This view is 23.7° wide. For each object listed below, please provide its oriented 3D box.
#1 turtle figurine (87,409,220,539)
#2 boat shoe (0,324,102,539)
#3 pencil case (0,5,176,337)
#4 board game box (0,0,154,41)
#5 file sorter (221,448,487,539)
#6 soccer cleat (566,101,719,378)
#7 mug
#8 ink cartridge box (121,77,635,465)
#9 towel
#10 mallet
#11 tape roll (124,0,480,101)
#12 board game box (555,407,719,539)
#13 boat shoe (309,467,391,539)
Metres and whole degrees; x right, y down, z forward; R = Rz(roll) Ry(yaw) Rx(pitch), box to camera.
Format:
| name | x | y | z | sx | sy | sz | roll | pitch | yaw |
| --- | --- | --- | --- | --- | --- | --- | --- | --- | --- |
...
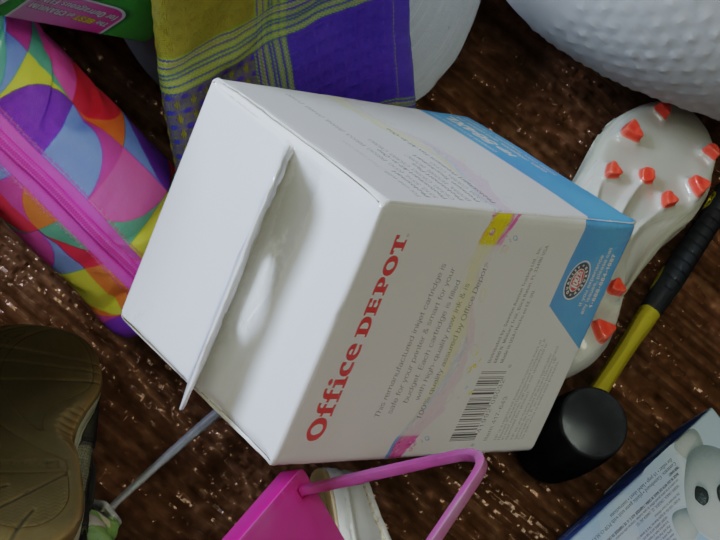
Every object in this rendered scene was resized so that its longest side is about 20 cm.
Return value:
| name | x | y | z | sx | sy | sz | roll | pitch | yaw |
| --- | --- | --- | --- | --- | --- | --- | --- | --- | --- |
| turtle figurine | -0.121 | 0.191 | 0.809 | 0.193 | 0.200 | 0.144 | -21 | 110 | 8 |
| boat shoe | -0.157 | 0.090 | 0.787 | 0.073 | 0.200 | 0.065 | 7 | 115 | -8 |
| pencil case | -0.142 | -0.051 | 0.807 | 0.088 | 0.088 | 0.200 | -55 | 128 | -17 |
| board game box | -0.170 | -0.186 | 0.721 | 0.200 | 0.040 | 0.153 | 5 | 68 | -43 |
| file sorter | 0.025 | 0.193 | 0.696 | 0.200 | 0.125 | 0.139 | 61 | 40 | -15 |
| soccer cleat | 0.126 | -0.017 | 0.910 | 0.069 | 0.078 | 0.200 | 39 | 53 | -5 |
| mug | 0.161 | -0.178 | 0.910 | 0.175 | 0.148 | 0.200 | 14 | 33 | -19 |
| ink cartridge box | 0.000 | 0.000 | 0.780 | 0.200 | 0.125 | 0.129 | 4 | 116 | -46 |
| towel | -0.030 | -0.099 | 0.793 | 0.143 | 0.200 | 0.023 | -28 | 45 | -30 |
| mallet | 0.152 | 0.026 | 0.901 | 0.041 | 0.066 | 0.200 | 38 | 73 | -2 |
| tape roll | -0.030 | -0.169 | 0.865 | 0.200 | 0.066 | 0.201 | -7 | 101 | -35 |
| board game box | 0.169 | 0.202 | 0.842 | 0.200 | 0.043 | 0.199 | -34 | 84 | -36 |
| boat shoe | 0.027 | 0.187 | 0.840 | 0.069 | 0.071 | 0.201 | -16 | 89 | -14 |
